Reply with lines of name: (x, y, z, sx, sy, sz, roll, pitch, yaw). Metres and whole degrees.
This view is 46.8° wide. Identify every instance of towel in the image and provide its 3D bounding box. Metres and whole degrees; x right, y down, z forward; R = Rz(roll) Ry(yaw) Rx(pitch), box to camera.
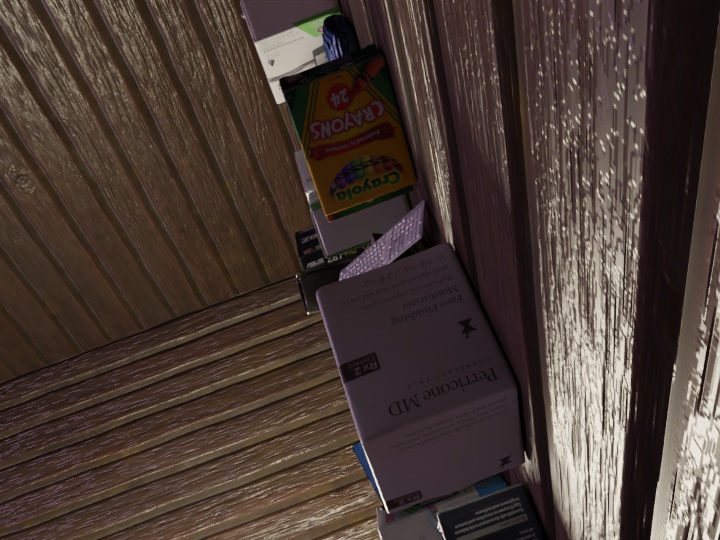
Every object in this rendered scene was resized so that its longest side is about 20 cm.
towel: (-0.014, -0.278, 1.263, 0.112, 0.048, 0.203, -109, 0, -59)

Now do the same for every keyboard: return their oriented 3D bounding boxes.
keyboard: (0.023, -0.019, 1.072, 0.011, 0.200, 0.057, 29, -130, -19)

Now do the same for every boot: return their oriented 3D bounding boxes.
boot: (-0.001, -0.002, 1.269, 0.182, 0.197, 0.074, -112, 3, -71)

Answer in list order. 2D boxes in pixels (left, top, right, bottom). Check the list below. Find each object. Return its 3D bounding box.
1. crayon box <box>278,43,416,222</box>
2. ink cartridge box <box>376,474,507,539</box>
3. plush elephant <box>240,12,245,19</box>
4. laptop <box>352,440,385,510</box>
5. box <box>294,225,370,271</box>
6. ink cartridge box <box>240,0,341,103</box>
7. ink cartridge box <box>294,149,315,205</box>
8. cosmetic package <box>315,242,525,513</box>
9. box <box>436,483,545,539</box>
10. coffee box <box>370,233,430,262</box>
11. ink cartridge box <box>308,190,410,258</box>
crayon box: (-0.008, -0.154, 1.015, 0.051, 0.125, 0.202, -111, 1, -58)
ink cartridge box: (0.137, 0.404, 1.240, 0.147, 0.197, 0.149, 91, 159, -86)
plush elephant: (-0.161, -0.530, 1.575, 0.165, 0.152, 0.203, -114, 5, -78)
laptop: (0.084, 0.259, 1.253, 0.117, 0.186, 0.200, 56, 175, 15)
box: (-0.026, -0.065, 1.614, 0.162, 0.197, 0.050, -109, -2, -70)
ink cartridge box: (-0.099, -0.376, 1.358, 0.200, 0.143, 0.085, 73, 176, -73)
ink cartridge box: (-0.030, -0.162, 1.519, 0.200, 0.144, 0.087, 75, 177, -72)
cosmetic package: (0.064, 0.115, 0.899, 0.166, 0.162, 0.202, 72, 177, -49)
box: (0.181, 0.394, 1.006, 0.198, 0.115, 0.203, 73, 179, -59)
coffee box: (0.050, 0.063, 1.148, 0.113, 0.078, 0.204, -109, 23, -65)
ink cartridge box: (-0.005, -0.097, 1.311, 0.200, 0.144, 0.085, -114, 4, -77)
